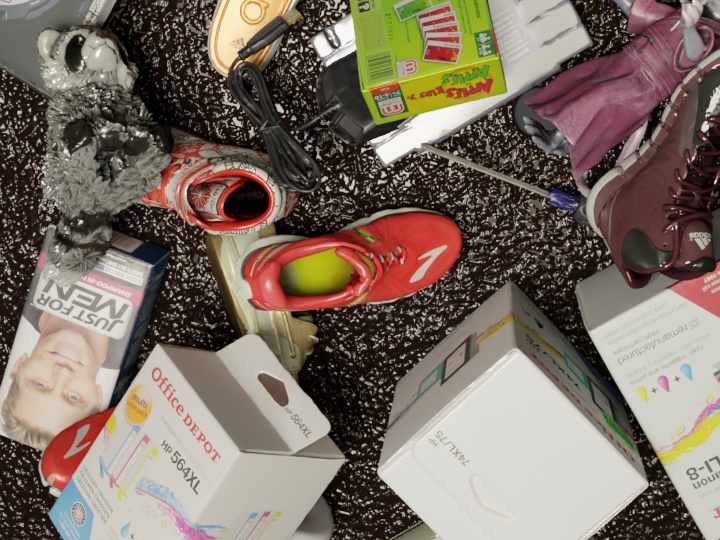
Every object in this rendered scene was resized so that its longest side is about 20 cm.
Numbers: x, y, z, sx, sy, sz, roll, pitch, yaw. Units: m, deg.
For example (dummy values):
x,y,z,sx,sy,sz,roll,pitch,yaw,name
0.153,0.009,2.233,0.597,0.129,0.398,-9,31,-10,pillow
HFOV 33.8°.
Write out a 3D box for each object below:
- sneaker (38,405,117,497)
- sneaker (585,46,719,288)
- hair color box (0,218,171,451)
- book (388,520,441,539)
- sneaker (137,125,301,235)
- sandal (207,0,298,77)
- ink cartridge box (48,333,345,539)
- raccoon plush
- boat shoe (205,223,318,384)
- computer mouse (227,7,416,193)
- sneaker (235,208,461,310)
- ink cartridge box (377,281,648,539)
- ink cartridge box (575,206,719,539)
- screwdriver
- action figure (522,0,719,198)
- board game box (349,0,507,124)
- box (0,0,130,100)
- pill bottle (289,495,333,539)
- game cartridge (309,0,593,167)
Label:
x,y,z,sx,sy,sz,roll,pitch,yaw,name
-0.178,0.124,0.998,0.077,0.199,0.085,51,143,24,sneaker
0.247,-0.060,0.845,0.075,0.116,0.200,11,135,-25,sneaker
-0.248,0.062,1.047,0.099,0.061,0.201,21,105,1,hair color box
0.025,0.329,1.090,0.199,0.048,0.134,-31,101,13,book
-0.151,-0.077,0.978,0.200,0.108,0.068,9,105,4,sneaker
-0.072,-0.250,0.953,0.079,0.059,0.208,20,105,1,sandal
-0.122,0.156,0.918,0.129,0.125,0.201,44,109,35,ink cartridge box
-0.237,-0.102,0.951,0.200,0.096,0.134,-47,55,25,raccoon plush
-0.071,0.053,1.020,0.066,0.074,0.201,-22,108,-13,boat shoe
-0.007,-0.162,0.946,0.199,0.046,0.141,-37,74,4,computer mouse
0.000,0.000,0.960,0.199,0.085,0.078,-14,101,-20,sneaker
0.119,0.129,0.950,0.146,0.200,0.147,-43,96,14,ink cartridge box
0.285,0.080,0.949,0.145,0.145,0.201,-30,100,12,ink cartridge box
0.142,-0.069,0.985,0.199,0.029,0.028,21,102,-1,screwdriver
0.221,-0.146,0.890,0.199,0.134,0.149,-35,121,13,action figure
0.042,-0.216,0.896,0.101,0.048,0.201,-12,63,9,board game box
-0.262,-0.265,0.978,0.160,0.044,0.201,33,105,-3,box
-0.124,0.269,1.053,0.119,0.120,0.201,35,105,-3,pill bottle
0.074,-0.185,0.967,0.199,0.038,0.130,-29,103,12,game cartridge
